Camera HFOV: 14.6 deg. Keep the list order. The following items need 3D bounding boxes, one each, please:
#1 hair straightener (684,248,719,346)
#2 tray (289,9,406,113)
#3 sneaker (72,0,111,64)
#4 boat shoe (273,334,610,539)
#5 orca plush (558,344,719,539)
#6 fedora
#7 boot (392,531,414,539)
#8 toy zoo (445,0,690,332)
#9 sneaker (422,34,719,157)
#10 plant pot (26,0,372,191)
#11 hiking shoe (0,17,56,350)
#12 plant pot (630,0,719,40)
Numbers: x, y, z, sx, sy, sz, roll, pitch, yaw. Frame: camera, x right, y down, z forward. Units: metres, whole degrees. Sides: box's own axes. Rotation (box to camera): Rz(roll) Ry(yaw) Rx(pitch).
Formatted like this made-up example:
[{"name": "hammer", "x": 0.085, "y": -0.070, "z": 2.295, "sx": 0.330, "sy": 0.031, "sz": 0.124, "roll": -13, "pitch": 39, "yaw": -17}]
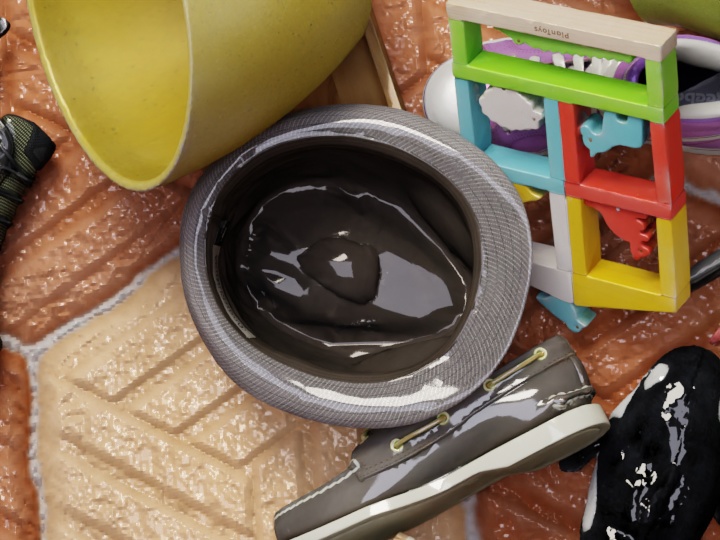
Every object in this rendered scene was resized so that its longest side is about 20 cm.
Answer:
[{"name": "hair straightener", "x": 0.251, "y": -0.047, "z": 1.551, "sx": 0.200, "sy": 0.041, "sz": 0.077, "roll": -39, "pitch": 79, "yaw": 3}, {"name": "tray", "x": -0.048, "y": -0.161, "z": 1.619, "sx": 0.098, "sy": 0.037, "sz": 0.201, "roll": -19, "pitch": 80, "yaw": 7}, {"name": "sneaker", "x": -0.162, "y": -0.176, "z": 1.631, "sx": 0.072, "sy": 0.072, "sz": 0.201, "roll": -10, "pitch": 90, "yaw": 51}, {"name": "boat shoe", "x": 0.037, "y": 0.102, "z": 1.553, "sx": 0.201, "sy": 0.072, "sz": 0.061, "roll": -25, "pitch": 75, "yaw": 10}, {"name": "orca plush", "x": 0.143, "y": 0.132, "z": 1.533, "sx": 0.105, "sy": 0.071, "sz": 0.200, "roll": 40, "pitch": 91, "yaw": 12}, {"name": "fedora", "x": 0.000, "y": 0.000, "z": 1.563, "sx": 0.199, "sy": 0.090, "sz": 0.178, "roll": 9, "pitch": 85, "yaw": 9}, {"name": "boot", "x": 0.024, "y": 0.248, "z": 1.544, "sx": 0.107, "sy": 0.075, "sz": 0.201, "roll": 16, "pitch": 95, "yaw": 8}, {"name": "toy zoo", "x": 0.115, "y": -0.052, "z": 1.523, "sx": 0.131, "sy": 0.020, "sz": 0.201, "roll": 14, "pitch": 130, "yaw": 30}, {"name": "sneaker", "x": 0.127, "y": -0.104, "z": 1.543, "sx": 0.200, "sy": 0.114, "sz": 0.073, "roll": -2, "pitch": 85, "yaw": 11}, {"name": "plant pot", "x": -0.079, "y": -0.156, "z": 1.523, "sx": 0.142, "sy": 0.200, "sz": 0.201, "roll": -15, "pitch": 79, "yaw": -29}, {"name": "hiking shoe", "x": -0.224, "y": -0.046, "z": 1.614, "sx": 0.100, "sy": 0.076, "sz": 0.201, "roll": -16, "pitch": 80, "yaw": 11}, {"name": "plant pot", "x": 0.246, "y": -0.193, "z": 1.507, "sx": 0.192, "sy": 0.200, "sz": 0.201, "roll": 4, "pitch": 84, "yaw": 22}]
